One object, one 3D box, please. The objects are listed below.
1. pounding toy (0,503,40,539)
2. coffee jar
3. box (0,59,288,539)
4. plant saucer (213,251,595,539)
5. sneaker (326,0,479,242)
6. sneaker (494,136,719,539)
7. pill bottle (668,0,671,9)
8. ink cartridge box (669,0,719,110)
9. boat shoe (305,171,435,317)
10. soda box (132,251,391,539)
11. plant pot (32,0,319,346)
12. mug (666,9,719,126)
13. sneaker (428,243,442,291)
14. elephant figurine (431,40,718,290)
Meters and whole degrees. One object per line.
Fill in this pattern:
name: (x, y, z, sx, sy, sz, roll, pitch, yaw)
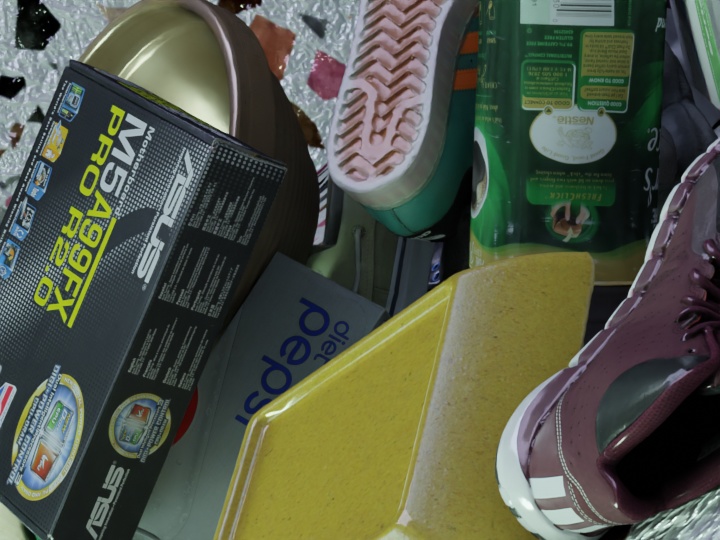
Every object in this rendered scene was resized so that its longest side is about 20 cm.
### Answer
pounding toy: (-0.105, 0.100, 1.431, 0.142, 0.184, 0.200, -54, 1, 23)
coffee jar: (0.095, -0.060, 1.246, 0.085, 0.200, 0.104, 2, 6, -3)
box: (-0.125, 0.015, 1.280, 0.160, 0.044, 0.200, 31, 100, 55)
plant saucer: (0.000, 0.092, 1.102, 0.200, 0.048, 0.200, -36, 27, 37)
sneaker: (0.042, -0.107, 1.316, 0.071, 0.080, 0.200, 7, 67, 32)
sneaker: (0.140, 0.020, 0.978, 0.200, 0.076, 0.116, -53, 14, -15)
pill bottle: (0.197, -0.188, 1.441, 0.200, 0.112, 0.112, 17, 43, 29)
ink cartridge box: (0.216, -0.129, 1.213, 0.145, 0.084, 0.200, -15, 9, 4)
boat shoe: (0.000, 0.000, 1.378, 0.072, 0.062, 0.200, 177, 105, -77)
soda box: (-0.059, 0.096, 1.295, 0.200, 0.068, 0.063, -57, -24, -11)
plant pot: (-0.086, -0.032, 1.368, 0.201, 0.093, 0.201, -27, 55, 45)
mug: (0.131, -0.141, 1.604, 0.200, 0.175, 0.148, -34, 9, 46)
sneaker: (0.092, -0.018, 1.516, 0.200, 0.073, 0.112, -46, 5, 40)
elephant figurine: (0.086, -0.030, 1.405, 0.155, 0.142, 0.200, -8, -37, -43)
